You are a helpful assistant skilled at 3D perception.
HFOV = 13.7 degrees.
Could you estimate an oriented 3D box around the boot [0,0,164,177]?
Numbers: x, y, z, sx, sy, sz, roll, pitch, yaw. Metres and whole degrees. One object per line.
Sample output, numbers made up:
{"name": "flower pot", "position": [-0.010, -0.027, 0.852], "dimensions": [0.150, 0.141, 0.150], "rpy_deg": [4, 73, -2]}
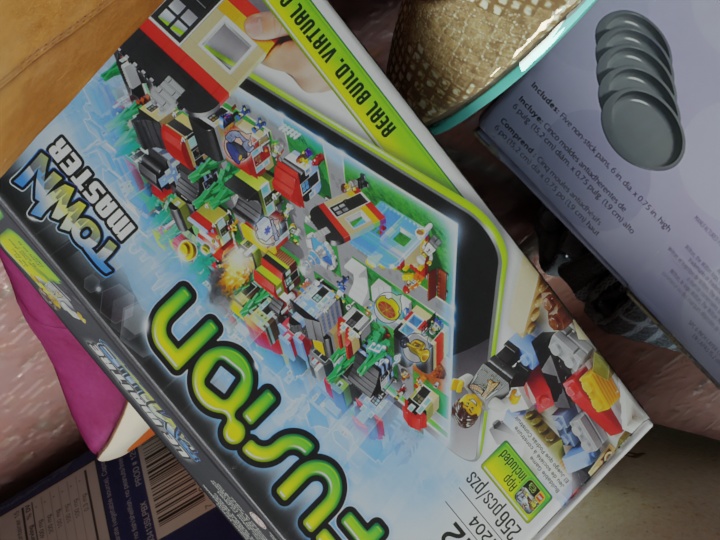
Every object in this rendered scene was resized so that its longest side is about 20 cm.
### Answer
{"name": "boot", "position": [-0.041, -0.127, 0.695], "dimensions": [0.200, 0.068, 0.188], "rpy_deg": [-40, 166, -18]}

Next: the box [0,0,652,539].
{"name": "box", "position": [-0.018, 0.005, 0.833], "dimensions": [0.110, 0.200, 0.035], "rpy_deg": [-45, -162, -18]}

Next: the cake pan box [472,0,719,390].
{"name": "cake pan box", "position": [0.162, -0.039, 0.898], "dimensions": [0.184, 0.200, 0.052], "rpy_deg": [-50, 170, 32]}

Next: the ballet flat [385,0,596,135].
{"name": "ballet flat", "position": [0.064, -0.120, 0.850], "dimensions": [0.200, 0.071, 0.065], "rpy_deg": [-42, 118, 19]}

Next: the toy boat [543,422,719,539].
{"name": "toy boat", "position": [0.064, 0.117, 0.942], "dimensions": [0.130, 0.199, 0.131], "rpy_deg": [-13, 114, -58]}

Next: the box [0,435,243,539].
{"name": "box", "position": [-0.116, 0.133, 1.016], "dimensions": [0.200, 0.121, 0.032], "rpy_deg": [-30, 133, 12]}

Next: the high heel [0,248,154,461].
{"name": "high heel", "position": [-0.082, -0.003, 0.938], "dimensions": [0.067, 0.096, 0.200], "rpy_deg": [-36, 171, -15]}

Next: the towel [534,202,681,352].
{"name": "towel", "position": [0.177, -0.037, 1.018], "dimensions": [0.165, 0.086, 0.200], "rpy_deg": [11, 133, -44]}
